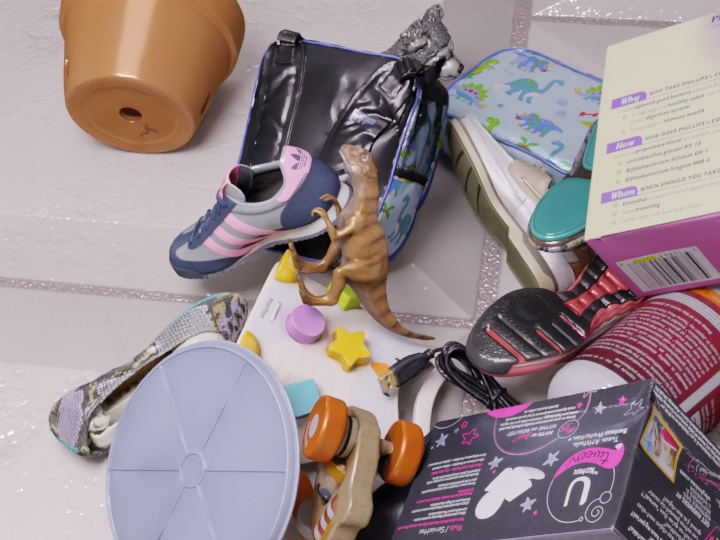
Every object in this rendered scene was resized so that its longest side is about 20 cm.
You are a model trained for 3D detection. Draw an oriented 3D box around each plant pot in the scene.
[{"bbox_3d":[-0.230,-0.220,1.236,0.199,0.200,0.141,3,61,7],"label":"plant pot"}]

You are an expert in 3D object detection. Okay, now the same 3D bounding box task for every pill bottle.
[{"bbox_3d":[0.224,0.099,0.929,0.200,0.113,0.113,-33,52,-26],"label":"pill bottle"}]

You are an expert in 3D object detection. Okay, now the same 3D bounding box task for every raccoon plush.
[{"bbox_3d":[0.011,-0.215,1.237,0.199,0.134,0.097,2,46,6],"label":"raccoon plush"}]

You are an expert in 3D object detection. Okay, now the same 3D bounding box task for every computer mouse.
[{"bbox_3d":[0.054,0.138,0.918,0.200,0.046,0.141,-36,76,-27],"label":"computer mouse"}]

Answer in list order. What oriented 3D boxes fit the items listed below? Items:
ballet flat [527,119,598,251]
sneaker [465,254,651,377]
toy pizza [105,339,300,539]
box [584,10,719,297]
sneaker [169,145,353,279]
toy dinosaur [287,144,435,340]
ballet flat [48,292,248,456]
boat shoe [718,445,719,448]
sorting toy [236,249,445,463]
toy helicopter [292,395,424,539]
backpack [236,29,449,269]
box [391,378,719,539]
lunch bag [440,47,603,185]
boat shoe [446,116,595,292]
[{"bbox_3d":[0.208,-0.064,1.030,0.072,0.072,0.201,20,50,22],"label":"ballet flat"},{"bbox_3d":[0.173,0.056,0.990,0.199,0.087,0.074,-22,52,-27],"label":"sneaker"},{"bbox_3d":[-0.119,0.154,0.893,0.199,0.032,0.201,-11,71,35],"label":"toy pizza"},{"bbox_3d":[0.285,-0.098,0.922,0.175,0.097,0.201,-13,53,38],"label":"box"},{"bbox_3d":[-0.106,-0.055,1.011,0.199,0.082,0.070,-22,42,31],"label":"sneaker"},{"bbox_3d":[0.000,0.000,0.953,0.106,0.201,0.060,-14,29,-3],"label":"toy dinosaur"},{"bbox_3d":[-0.166,0.095,0.993,0.200,0.072,0.072,-34,52,-18],"label":"ballet flat"},{"bbox_3d":[0.254,0.183,0.891,0.199,0.072,0.068,-26,11,-11],"label":"boat shoe"},{"bbox_3d":[-0.015,0.086,0.991,0.179,0.107,0.201,23,48,-1],"label":"sorting toy"},{"bbox_3d":[-0.026,0.196,0.844,0.078,0.132,0.201,19,63,-16],"label":"toy helicopter"},{"bbox_3d":[-0.016,-0.101,1.105,0.182,0.147,0.201,17,90,28],"label":"backpack"},{"bbox_3d":[0.140,0.171,0.783,0.199,0.132,0.115,-19,35,47],"label":"box"},{"bbox_3d":[0.189,-0.144,1.192,0.199,0.083,0.161,30,56,29],"label":"lunch bag"},{"bbox_3d":[0.149,-0.066,1.102,0.068,0.075,0.201,-25,72,-9],"label":"boat shoe"}]
